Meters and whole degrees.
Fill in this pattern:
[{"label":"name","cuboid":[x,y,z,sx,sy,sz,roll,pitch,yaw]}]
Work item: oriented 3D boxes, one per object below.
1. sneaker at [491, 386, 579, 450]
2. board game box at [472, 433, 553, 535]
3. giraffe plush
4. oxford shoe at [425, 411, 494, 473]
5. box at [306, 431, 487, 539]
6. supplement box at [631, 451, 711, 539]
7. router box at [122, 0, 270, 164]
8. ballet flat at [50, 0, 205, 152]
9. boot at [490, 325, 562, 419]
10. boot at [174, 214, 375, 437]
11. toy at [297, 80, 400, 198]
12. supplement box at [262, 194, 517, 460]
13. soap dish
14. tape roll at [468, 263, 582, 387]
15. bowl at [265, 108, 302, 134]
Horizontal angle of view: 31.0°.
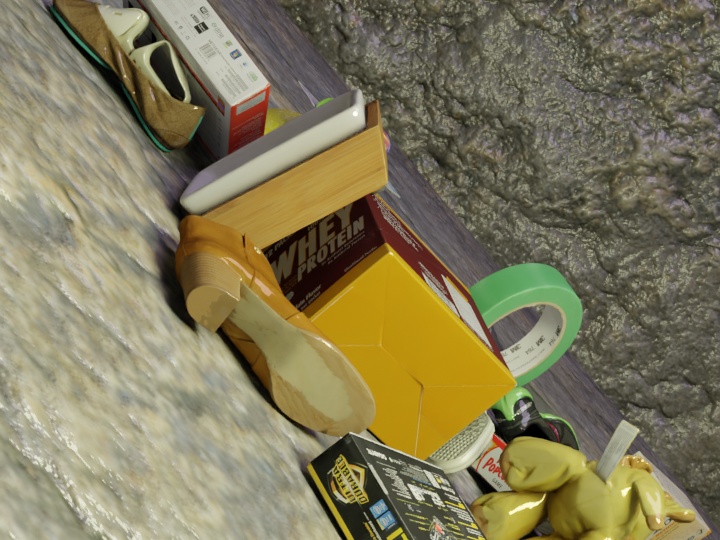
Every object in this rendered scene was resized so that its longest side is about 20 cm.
[{"label":"sneaker","cuboid":[0.237,0.231,1.769,0.200,0.077,0.084,36,34,-44]},{"label":"board game box","cuboid":[0.220,0.274,1.430,0.200,0.046,0.151,41,0,41]},{"label":"giraffe plush","cuboid":[0.228,0.232,1.257,0.162,0.200,0.173,19,29,-56]},{"label":"oxford shoe","cuboid":[0.106,0.180,1.353,0.200,0.075,0.058,-56,134,-79]},{"label":"box","cuboid":[0.053,0.217,1.016,0.160,0.049,0.200,58,12,27]},{"label":"supplement box","cuboid":[0.400,0.352,1.845,0.200,0.126,0.074,39,16,-46]},{"label":"router box","cuboid":[-0.175,-0.214,1.355,0.200,0.049,0.180,53,-18,12]},{"label":"ballet flat","cuboid":[-0.223,-0.212,1.289,0.200,0.072,0.068,52,12,8]},{"label":"boot","cuboid":[0.227,0.165,1.920,0.200,0.072,0.182,38,28,-28]},{"label":"boot","cuboid":[-0.068,0.038,1.061,0.201,0.071,0.144,41,16,-22]},{"label":"toy","cuboid":[0.001,-0.164,1.558,0.115,0.047,0.200,56,12,20]},{"label":"supplement box","cuboid":[0.020,0.042,1.264,0.197,0.133,0.200,45,11,-26]},{"label":"soap dish","cuboid":[-0.063,-0.086,1.204,0.081,0.199,0.157,62,7,-13]},{"label":"tape roll","cuboid":[0.193,0.080,1.700,0.200,0.200,0.048,38,16,-50]},{"label":"bowl","cuboid":[-0.066,-0.132,1.597,0.200,0.108,0.200,49,9,-11]}]
